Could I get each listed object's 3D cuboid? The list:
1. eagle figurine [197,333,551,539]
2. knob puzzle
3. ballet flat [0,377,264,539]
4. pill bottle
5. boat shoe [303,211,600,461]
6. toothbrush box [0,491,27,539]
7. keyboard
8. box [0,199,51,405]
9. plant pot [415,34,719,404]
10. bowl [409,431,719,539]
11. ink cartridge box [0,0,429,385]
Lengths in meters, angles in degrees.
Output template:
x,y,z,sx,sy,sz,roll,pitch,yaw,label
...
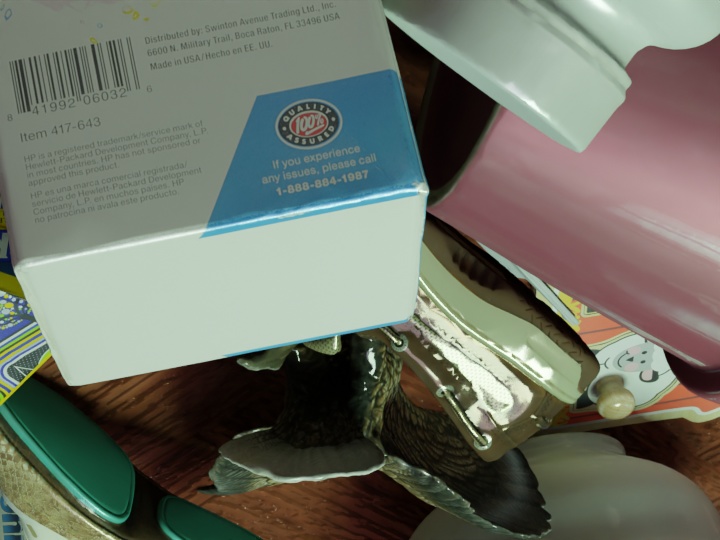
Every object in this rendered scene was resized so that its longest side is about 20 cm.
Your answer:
x,y,z,sx,sy,sz,roll,pitch,yaw,label
0.000,0.064,0.966,0.151,0.152,0.200,-29,139,-13,eagle figurine
0.183,0.023,1.044,0.219,0.030,0.220,-9,142,-7,knob puzzle
-0.118,0.123,1.002,0.200,0.071,0.065,39,113,-14,ballet flat
0.096,-0.143,0.679,0.111,0.111,0.200,33,94,-43,pill bottle
0.000,0.001,0.837,0.202,0.075,0.075,41,98,-9,boat shoe
-0.239,0.174,1.012,0.200,0.147,0.085,-1,141,-18,toothbrush box
0.036,-0.036,0.905,0.011,0.056,0.200,-49,137,-1,keyboard
-0.205,0.044,0.925,0.070,0.064,0.200,21,131,-36,box
0.125,-0.057,0.812,0.179,0.200,0.200,17,135,-12,plant pot
0.102,0.145,1.110,0.201,0.091,0.201,-10,154,-5,bowl
-0.061,-0.083,0.716,0.128,0.200,0.125,-11,160,-4,ink cartridge box
